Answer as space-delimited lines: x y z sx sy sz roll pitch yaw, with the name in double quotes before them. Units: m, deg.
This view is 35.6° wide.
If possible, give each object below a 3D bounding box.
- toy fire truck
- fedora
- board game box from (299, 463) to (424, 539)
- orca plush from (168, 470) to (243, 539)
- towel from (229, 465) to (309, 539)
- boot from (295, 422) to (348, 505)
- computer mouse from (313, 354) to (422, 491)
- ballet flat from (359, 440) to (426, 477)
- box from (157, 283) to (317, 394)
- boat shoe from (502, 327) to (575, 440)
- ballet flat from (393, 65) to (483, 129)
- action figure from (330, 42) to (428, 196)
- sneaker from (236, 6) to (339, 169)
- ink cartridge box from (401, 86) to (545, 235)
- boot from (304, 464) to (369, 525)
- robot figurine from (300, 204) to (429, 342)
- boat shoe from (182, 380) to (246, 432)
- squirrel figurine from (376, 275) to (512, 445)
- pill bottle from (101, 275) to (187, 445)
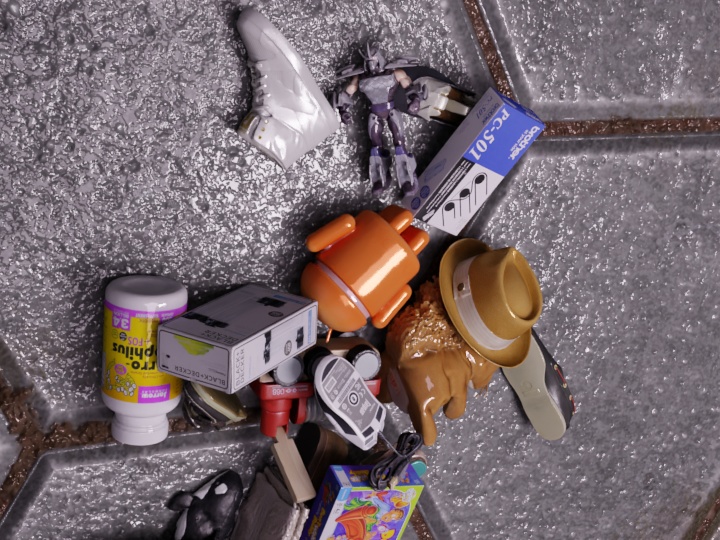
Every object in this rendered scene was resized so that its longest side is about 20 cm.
"toy fire truck" -0.062 0.195 1.535 0.174 0.129 0.203 -1 108 -25
"fedora" 0.198 0.033 1.574 0.200 0.202 0.082 30 136 -29
"board game box" -0.009 0.360 1.551 0.133 0.045 0.202 4 120 -30
"orca plush" -0.230 0.369 1.545 0.199 0.071 0.106 -37 118 -10
"towel" -0.139 0.386 1.559 0.034 0.132 0.202 15 99 -32
"boot" -0.081 0.322 1.605 0.075 0.073 0.202 27 91 -39
"computer mouse" -0.001 0.194 1.482 0.201 0.044 0.110 53 50 -17
"ballet flat" 0.002 0.308 1.596 0.199 0.067 0.068 -31 135 -5
"box" -0.151 0.081 1.411 0.199 0.116 0.061 -27 126 -56
"boat shoe" 0.271 0.160 1.721 0.063 0.073 0.203 -44 114 -47
"ballet flat" 0.116 -0.228 1.519 0.198 0.073 0.074 17 99 -28
"action figure" 0.032 -0.201 1.470 0.129 0.069 0.202 -2 115 23
"sneaker" -0.119 -0.220 1.410 0.115 0.074 0.201 -42 120 -11
"ink cartridge box" 0.153 -0.146 1.529 0.093 0.044 0.201 18 119 -41
"boot" -0.028 0.365 1.639 0.095 0.073 0.202 15 95 -25
"robot figurine" -0.001 -0.001 1.511 0.200 0.117 0.144 -45 152 -7
"boat shoe" -0.197 0.178 1.448 0.066 0.201 0.072 -36 77 -2
"squirrel figurine" 0.124 0.116 1.597 0.185 0.141 0.202 -18 116 -26
"pill bottle" -0.276 0.115 1.424 0.103 0.104 0.203 -2 107 -24
